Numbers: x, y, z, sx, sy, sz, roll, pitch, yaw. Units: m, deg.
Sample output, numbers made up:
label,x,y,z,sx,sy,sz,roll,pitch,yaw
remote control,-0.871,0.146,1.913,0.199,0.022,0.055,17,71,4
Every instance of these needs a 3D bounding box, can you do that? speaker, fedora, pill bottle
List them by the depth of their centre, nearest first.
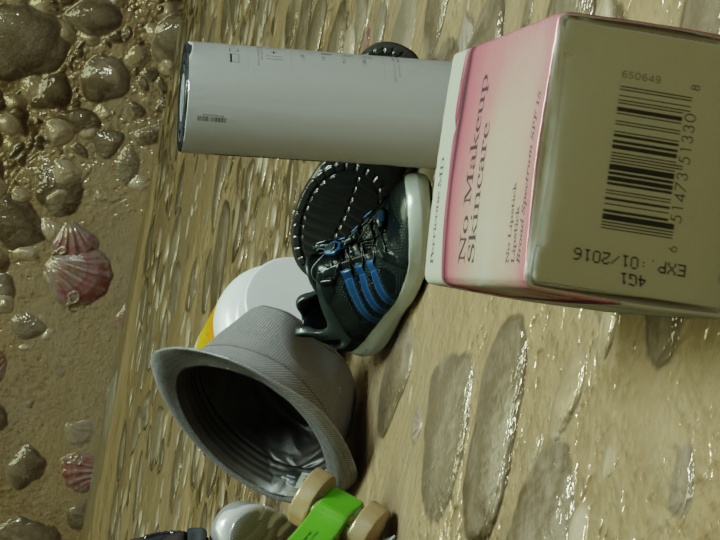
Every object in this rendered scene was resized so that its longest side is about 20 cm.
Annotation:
label,x,y,z,sx,sy,sz,roll,pitch,yaw
speaker,-0.029,-0.118,1.605,0.081,0.199,0.082,-177,90,-81
fedora,-0.068,0.097,1.792,0.090,0.176,0.200,-57,-44,-31
pill bottle,-0.079,0.060,1.949,0.200,0.111,0.111,125,151,-66

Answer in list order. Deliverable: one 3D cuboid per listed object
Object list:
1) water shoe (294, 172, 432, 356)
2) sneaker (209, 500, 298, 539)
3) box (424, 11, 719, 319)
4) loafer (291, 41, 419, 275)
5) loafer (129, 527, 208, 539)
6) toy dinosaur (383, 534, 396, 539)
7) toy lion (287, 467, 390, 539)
label,x,y,z,sx,sy,sz,roll,pitch,yaw
water shoe,0.000,0.000,1.681,0.200,0.079,0.072,112,162,-50
sneaker,-0.086,0.227,1.727,0.075,0.082,0.200,-57,-26,-18
box,0.110,-0.047,1.092,0.200,0.109,0.128,178,99,-78
loafer,0.008,-0.082,1.753,0.201,0.073,0.071,-67,-11,16
loafer,-0.143,0.258,1.588,0.200,0.063,0.072,-89,1,-57
toy dinosaur,0.021,0.255,1.468,0.102,0.077,0.200,-114,37,-45
toy lion,-0.058,0.255,1.633,0.200,0.069,0.192,-37,-29,-57
